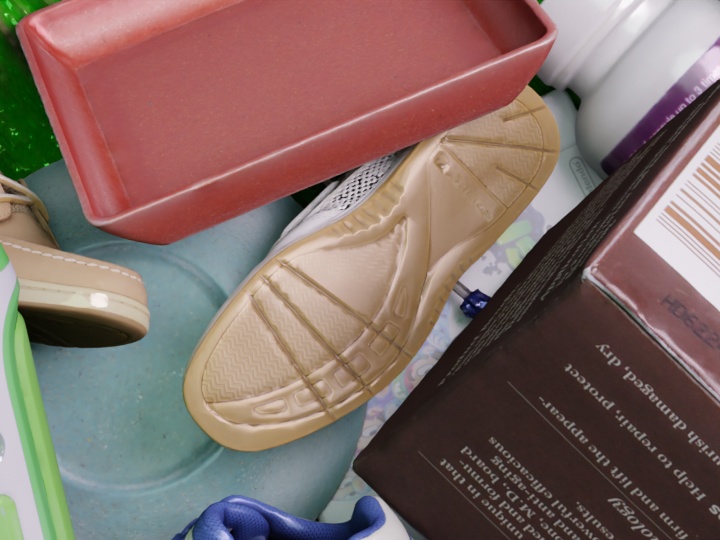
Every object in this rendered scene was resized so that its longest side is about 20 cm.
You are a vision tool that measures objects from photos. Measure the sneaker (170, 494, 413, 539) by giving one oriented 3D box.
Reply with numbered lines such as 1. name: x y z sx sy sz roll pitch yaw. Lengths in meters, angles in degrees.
1. sneaker: -0.064 0.129 1.059 0.200 0.075 0.088 -7 121 16

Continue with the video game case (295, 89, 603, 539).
1. video game case: 0.052 0.047 1.138 0.182 0.024 0.200 -26 83 -4

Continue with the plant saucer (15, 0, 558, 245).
1. plant saucer: -0.034 -0.089 1.097 0.200 0.200 0.037 -22 124 -4

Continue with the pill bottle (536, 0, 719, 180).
1. pill bottle: 0.164 -0.058 1.109 0.200 0.112 0.112 43 83 3

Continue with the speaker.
1. speaker: -0.155 0.085 0.999 0.088 0.088 0.200 -12 103 -3

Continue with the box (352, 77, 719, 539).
1. box: 0.137 0.045 0.996 0.164 0.200 0.166 43 55 -2

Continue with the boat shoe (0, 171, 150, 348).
1. boat shoe: -0.165 -0.016 1.081 0.200 0.071 0.065 13 78 33

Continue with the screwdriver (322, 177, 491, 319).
1. screwdriver: 0.032 0.003 1.121 0.200 0.028 0.029 36 54 6

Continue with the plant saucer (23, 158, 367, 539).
1. plant saucer: -0.097 0.042 1.114 0.201 0.039 0.201 -1 85 6

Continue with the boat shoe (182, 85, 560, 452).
1. boat shoe: 0.000 0.000 1.083 0.200 0.069 0.071 -43 103 -18
